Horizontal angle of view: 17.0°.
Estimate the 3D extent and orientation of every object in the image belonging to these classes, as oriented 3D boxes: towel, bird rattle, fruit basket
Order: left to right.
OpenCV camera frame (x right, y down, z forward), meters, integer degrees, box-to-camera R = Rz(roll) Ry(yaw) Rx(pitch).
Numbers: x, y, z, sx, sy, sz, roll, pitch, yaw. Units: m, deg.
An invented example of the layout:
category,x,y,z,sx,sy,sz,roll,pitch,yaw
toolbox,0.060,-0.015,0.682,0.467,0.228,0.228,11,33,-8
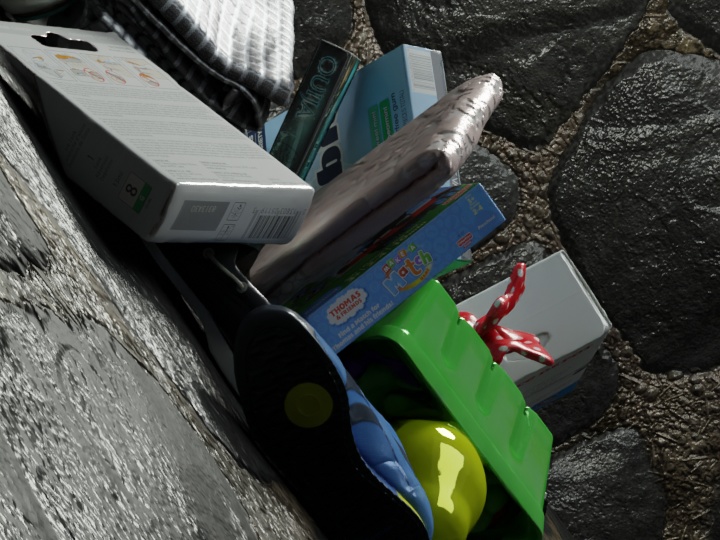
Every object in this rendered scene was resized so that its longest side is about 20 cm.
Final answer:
category,x,y,z,sx,sy,sz,roll,pitch,yaw
towel,-0.123,-0.193,1.746,0.166,0.085,0.200,47,22,-27
towel,0.008,-0.052,1.650,0.032,0.191,0.200,51,22,-8
fruit basket,0.031,0.133,1.651,0.215,0.155,0.216,16,67,-44
bird rattle,0.045,0.066,1.894,0.113,0.200,0.163,55,-22,-17

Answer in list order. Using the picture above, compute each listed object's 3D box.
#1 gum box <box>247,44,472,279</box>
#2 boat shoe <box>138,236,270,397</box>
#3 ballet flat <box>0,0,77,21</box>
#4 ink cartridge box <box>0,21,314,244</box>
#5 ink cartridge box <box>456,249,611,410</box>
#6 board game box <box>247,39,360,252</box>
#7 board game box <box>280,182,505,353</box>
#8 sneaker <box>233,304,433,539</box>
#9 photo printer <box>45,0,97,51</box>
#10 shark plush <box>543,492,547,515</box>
category,x,y,z,sx,sy,sz,roll,pitch,yaw
gum box,-0.006,-0.058,1.858,0.044,0.200,0.171,7,69,-40
boat shoe,-0.090,0.006,1.555,0.200,0.060,0.074,55,3,20
ballet flat,-0.226,-0.234,1.767,0.070,0.069,0.200,53,18,-11
ink cartridge box,-0.146,-0.088,1.535,0.200,0.050,0.161,36,18,26
ink cartridge box,0.120,0.077,2.071,0.086,0.146,0.200,60,-13,15
board game box,-0.055,-0.072,1.775,0.028,0.201,0.135,25,4,1
board game box,0.000,0.000,1.658,0.037,0.151,0.200,54,-15,-9
sneaker,-0.019,0.098,1.487,0.200,0.066,0.079,58,13,-22
photo printer,-0.163,-0.127,1.818,0.200,0.069,0.166,53,5,-13
shark plush,0.104,0.187,1.813,0.091,0.083,0.201,75,5,-85
